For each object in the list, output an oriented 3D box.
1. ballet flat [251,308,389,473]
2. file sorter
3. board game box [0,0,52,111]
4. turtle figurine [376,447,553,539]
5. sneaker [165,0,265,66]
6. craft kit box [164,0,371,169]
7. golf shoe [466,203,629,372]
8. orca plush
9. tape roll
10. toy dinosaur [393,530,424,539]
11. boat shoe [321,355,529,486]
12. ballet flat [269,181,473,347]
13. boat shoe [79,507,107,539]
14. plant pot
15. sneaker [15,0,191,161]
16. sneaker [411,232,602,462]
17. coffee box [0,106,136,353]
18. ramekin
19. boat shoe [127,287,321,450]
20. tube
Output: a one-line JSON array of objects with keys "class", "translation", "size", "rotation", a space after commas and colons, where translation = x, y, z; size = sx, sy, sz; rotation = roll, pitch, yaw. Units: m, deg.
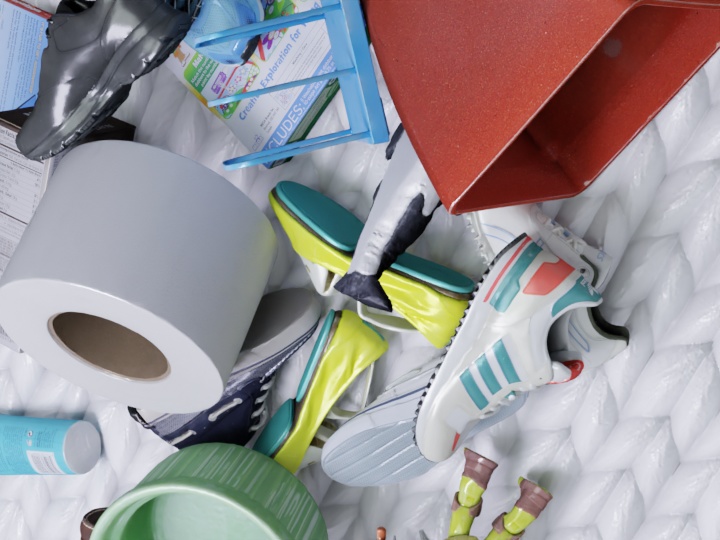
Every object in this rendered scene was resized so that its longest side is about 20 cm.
[{"class": "ballet flat", "translation": [-0.036, 0.123, 1.368], "size": [0.067, 0.067, 0.201], "rotation": [25, 116, -10]}, {"class": "file sorter", "translation": [-0.065, -0.182, 1.181], "size": [0.122, 0.139, 0.202], "rotation": [-13, 97, -6]}, {"class": "board game box", "translation": [-0.322, -0.148, 1.479], "size": [0.102, 0.019, 0.201], "rotation": [26, 114, 23]}, {"class": "turtle figurine", "translation": [0.075, 0.228, 1.285], "size": [0.199, 0.064, 0.162], "rotation": [27, 86, 17]}, {"class": "sneaker", "translation": [-0.165, -0.228, 1.280], "size": [0.200, 0.090, 0.079], "rotation": [38, 118, 16]}, {"class": "craft kit box", "translation": [-0.084, -0.223, 1.312], "size": [0.197, 0.048, 0.200], "rotation": [44, 119, 10]}, {"class": "golf shoe", "translation": [0.145, -0.015, 1.224], "size": [0.097, 0.078, 0.201], "rotation": [-16, 104, 26]}, {"class": "orca plush", "translation": [0.059, -0.057, 1.240], "size": [0.105, 0.071, 0.201], "rotation": [-12, 53, 60]}, {"class": "tape roll", "translation": [-0.182, 0.008, 1.308], "size": [0.201, 0.140, 0.203], "rotation": [16, 151, 9]}, {"class": "toy dinosaur", "translation": [0.097, 0.309, 1.329], "size": [0.199, 0.077, 0.103], "rotation": [20, 119, 27]}, {"class": "boat shoe", "translation": [0.056, 0.115, 1.310], "size": [0.199, 0.067, 0.074], "rotation": [-26, 122, 25]}, {"class": "ballet flat", "translation": [0.000, 0.000, 1.300], "size": [0.199, 0.067, 0.067], "rotation": [29, 114, 18]}, {"class": "boat shoe", "translation": [-0.169, 0.244, 1.467], "size": [0.198, 0.070, 0.071], "rotation": [9, 114, 19]}, {"class": "plant pot", "translation": [0.121, -0.178, 1.129], "size": [0.200, 0.199, 0.177], "rotation": [-48, 69, 30]}, {"class": "sneaker", "translation": [-0.220, -0.167, 1.271], "size": [0.091, 0.076, 0.200], "rotation": [47, 120, -5]}, {"class": "sneaker", "translation": [0.111, 0.076, 1.187], "size": [0.093, 0.070, 0.201], "rotation": [30, 114, 14]}, {"class": "coffee box", "translation": [-0.281, -0.042, 1.429], "size": [0.079, 0.114, 0.202], "rotation": [24, 112, 25]}, {"class": "ramekin", "translation": [-0.122, 0.245, 1.350], "size": [0.198, 0.098, 0.202], "rotation": [7, 115, 15]}, {"class": "boat shoe", "translation": [-0.100, 0.096, 1.398], "size": [0.199, 0.075, 0.093], "rotation": [-29, 121, 18]}, {"class": "tube", "translation": [-0.343, 0.172, 1.562], "size": [0.199, 0.050, 0.078], "rotation": [-2, 98, 35]}]
